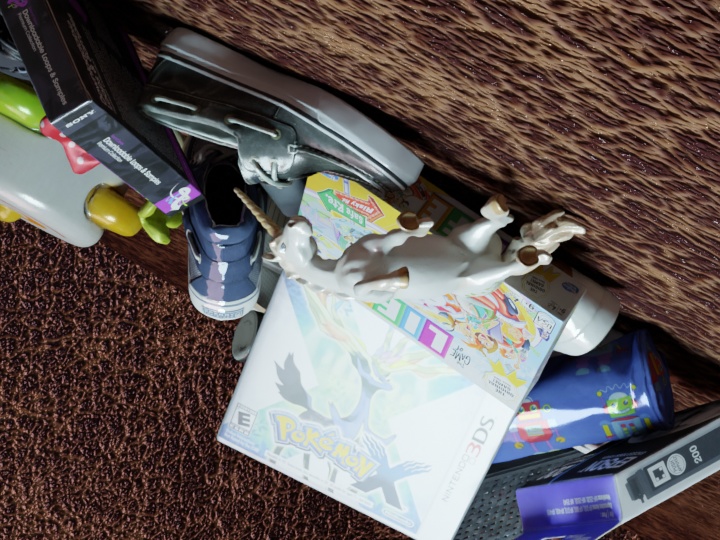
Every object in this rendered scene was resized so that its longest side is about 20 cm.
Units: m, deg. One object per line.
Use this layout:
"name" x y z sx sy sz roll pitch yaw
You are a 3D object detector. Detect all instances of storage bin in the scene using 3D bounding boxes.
"storage bin" 0.124 0.161 1.724 0.198 0.094 0.135 -11 -138 -28

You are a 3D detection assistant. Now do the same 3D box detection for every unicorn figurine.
"unicorn figurine" 0.027 -0.009 1.180 0.198 0.075 0.137 12 167 -16

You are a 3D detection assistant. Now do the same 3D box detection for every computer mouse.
"computer mouse" -0.266 -0.173 1.404 0.200 0.046 0.140 39 180 41

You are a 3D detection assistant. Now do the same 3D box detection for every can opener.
"can opener" -0.031 -0.068 1.435 0.066 0.054 0.200 -6 167 8

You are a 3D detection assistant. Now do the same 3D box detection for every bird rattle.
"bird rattle" -0.193 -0.127 1.550 0.200 0.113 0.163 39 169 32

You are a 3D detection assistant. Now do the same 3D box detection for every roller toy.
"roller toy" -0.302 -0.108 1.790 0.199 0.141 0.182 32 173 -33

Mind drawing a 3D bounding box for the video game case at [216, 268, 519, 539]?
"video game case" 0.008 0.099 1.417 0.198 0.183 0.022 26 -148 4

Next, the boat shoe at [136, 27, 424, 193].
"boat shoe" -0.054 -0.086 1.223 0.199 0.071 0.072 26 173 23

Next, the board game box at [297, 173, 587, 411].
"board game box" 0.048 0.000 1.303 0.199 0.034 0.135 34 150 9

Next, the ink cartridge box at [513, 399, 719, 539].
"ink cartridge box" 0.196 0.159 1.454 0.044 0.199 0.198 63 161 2

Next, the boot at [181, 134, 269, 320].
"boot" -0.097 -0.066 1.402 0.072 0.201 0.091 -1 136 -9

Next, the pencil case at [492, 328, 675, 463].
"pencil case" 0.139 0.097 1.442 0.198 0.079 0.087 -12 -161 22

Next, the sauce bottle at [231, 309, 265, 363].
"sauce bottle" -0.006 0.080 1.497 0.199 0.065 0.065 23 177 -27

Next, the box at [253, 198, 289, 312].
"box" -0.019 0.007 1.579 0.199 0.096 0.078 33 134 -18

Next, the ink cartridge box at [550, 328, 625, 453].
"ink cartridge box" 0.156 0.082 1.591 0.145 0.085 0.200 26 171 14

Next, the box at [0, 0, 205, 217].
"box" -0.176 -0.128 1.258 0.144 0.036 0.200 64 -174 21

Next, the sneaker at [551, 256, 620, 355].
"sneaker" 0.109 0.016 1.382 0.084 0.073 0.200 37 162 -15

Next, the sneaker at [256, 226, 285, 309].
"sneaker" 0.000 0.000 1.446 0.199 0.071 0.080 -7 169 35
